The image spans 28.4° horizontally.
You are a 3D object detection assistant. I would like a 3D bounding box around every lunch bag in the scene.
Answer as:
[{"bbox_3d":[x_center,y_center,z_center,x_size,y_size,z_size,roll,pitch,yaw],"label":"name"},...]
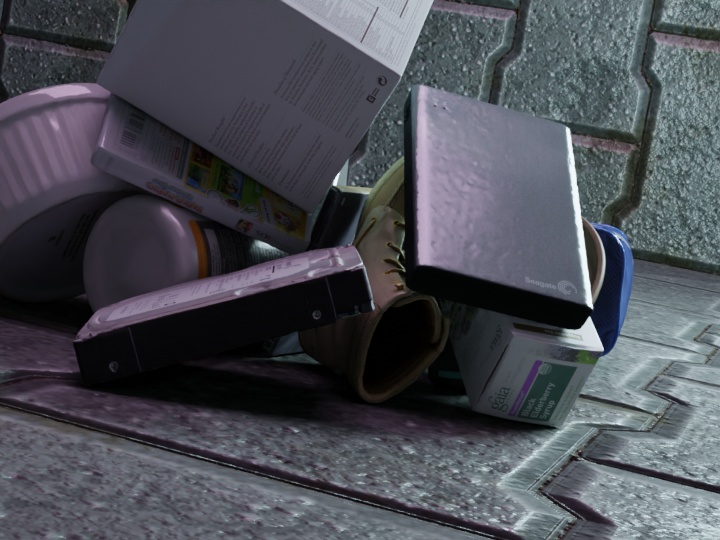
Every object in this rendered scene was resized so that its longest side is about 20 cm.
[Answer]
[{"bbox_3d":[0.177,0.012,1.456,0.198,0.137,0.132,9,5,13],"label":"lunch bag"}]

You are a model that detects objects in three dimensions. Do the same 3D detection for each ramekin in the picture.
[{"bbox_3d":[-0.249,-0.056,1.184,0.201,0.202,0.095,3,51,-47],"label":"ramekin"}]

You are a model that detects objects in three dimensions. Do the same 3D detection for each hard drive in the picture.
[{"bbox_3d":[-0.092,0.027,0.990,0.198,0.038,0.140,-13,8,-1],"label":"hard drive"},{"bbox_3d":[0.101,-0.051,1.086,0.138,0.033,0.201,14,46,-13],"label":"hard drive"}]

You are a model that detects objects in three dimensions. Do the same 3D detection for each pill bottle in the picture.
[{"bbox_3d":[-0.122,0.000,1.174,0.116,0.117,0.199,14,6,34],"label":"pill bottle"}]

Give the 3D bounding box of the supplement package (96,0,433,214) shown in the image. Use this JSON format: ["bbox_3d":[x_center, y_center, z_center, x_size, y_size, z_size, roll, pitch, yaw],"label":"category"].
[{"bbox_3d":[-0.073,-0.184,1.134,0.199,0.152,0.151,31,35,-7],"label":"supplement package"}]

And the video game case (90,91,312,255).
[{"bbox_3d":[-0.120,-0.112,1.166,0.181,0.023,0.201,24,35,-17],"label":"video game case"}]

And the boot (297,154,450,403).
[{"bbox_3d":[0.035,0.000,1.097,0.073,0.201,0.155,35,-1,-20],"label":"boot"}]

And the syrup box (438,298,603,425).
[{"bbox_3d":[0.117,0.024,1.125,0.081,0.079,0.201,10,34,-19],"label":"syrup box"}]

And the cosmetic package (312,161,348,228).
[{"bbox_3d":[-0.070,-0.046,1.327,0.106,0.201,0.091,9,50,5],"label":"cosmetic package"}]

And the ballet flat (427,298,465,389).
[{"bbox_3d":[0.055,0.047,1.223,0.068,0.069,0.200,-6,17,-14],"label":"ballet flat"}]

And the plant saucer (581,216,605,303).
[{"bbox_3d":[0.133,0.014,1.327,0.199,0.201,0.030,14,-34,36],"label":"plant saucer"}]

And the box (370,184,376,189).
[{"bbox_3d":[0.032,-0.049,1.487,0.199,0.083,0.049,-35,8,4],"label":"box"}]

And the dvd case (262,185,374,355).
[{"bbox_3d":[0.000,0.000,1.226,0.016,0.150,0.200,29,14,24],"label":"dvd case"}]
